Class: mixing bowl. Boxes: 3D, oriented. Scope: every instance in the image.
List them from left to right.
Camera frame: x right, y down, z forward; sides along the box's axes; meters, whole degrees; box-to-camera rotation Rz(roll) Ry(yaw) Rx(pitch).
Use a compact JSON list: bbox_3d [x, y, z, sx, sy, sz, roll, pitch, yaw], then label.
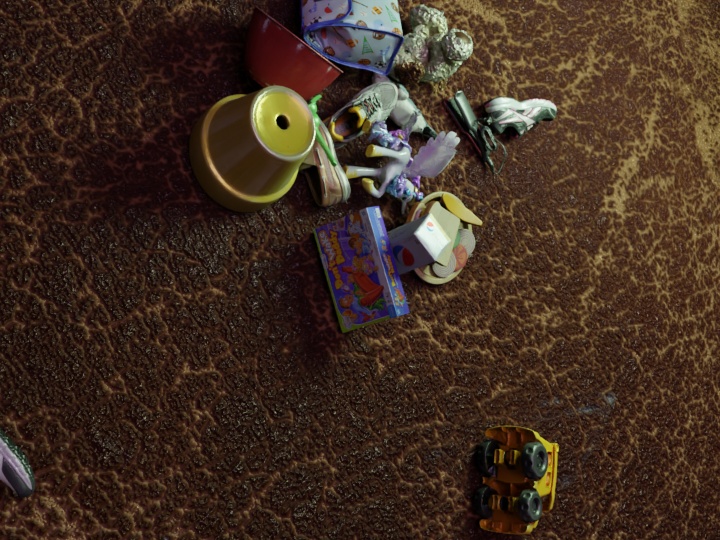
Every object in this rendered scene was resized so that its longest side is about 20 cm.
[{"bbox_3d":[-0.140,-0.380,1.546,0.198,0.201,0.109,31,102,-24],"label":"mixing bowl"}]

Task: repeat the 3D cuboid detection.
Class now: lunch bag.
[{"bbox_3d":[-0.024,-0.500,1.653,0.196,0.125,0.173,8,52,-17],"label":"lunch bag"}]

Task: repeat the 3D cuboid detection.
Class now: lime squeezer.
[{"bbox_3d":[-0.080,-0.278,1.527,0.070,0.038,0.203,18,40,-31],"label":"lime squeezer"}]

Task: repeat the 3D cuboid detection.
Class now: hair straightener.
[{"bbox_3d":[0.260,-0.305,1.845,0.041,0.076,0.202,-35,99,-36],"label":"hair straightener"}]

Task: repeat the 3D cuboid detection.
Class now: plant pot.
[{"bbox_3d":[-0.175,-0.225,1.461,0.197,0.188,0.206,10,72,-32],"label":"plant pot"}]

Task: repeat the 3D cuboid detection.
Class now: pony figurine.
[{"bbox_3d":[0.076,-0.219,1.652,0.198,0.166,0.196,18,105,-42],"label":"pony figurine"}]

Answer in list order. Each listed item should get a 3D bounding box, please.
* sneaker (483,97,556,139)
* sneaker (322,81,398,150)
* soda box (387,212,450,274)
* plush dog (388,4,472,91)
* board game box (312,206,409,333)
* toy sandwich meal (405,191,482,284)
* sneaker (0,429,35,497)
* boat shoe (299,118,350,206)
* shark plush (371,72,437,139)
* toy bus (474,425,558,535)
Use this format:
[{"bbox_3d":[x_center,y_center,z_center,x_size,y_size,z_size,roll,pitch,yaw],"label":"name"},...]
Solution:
[{"bbox_3d":[0.366,-0.347,1.941,0.196,0.080,0.089,-4,92,-27],"label":"sneaker"},{"bbox_3d":[0.003,-0.302,1.643,0.199,0.082,0.078,-42,103,-19],"label":"sneaker"},{"bbox_3d":[0.078,-0.039,1.578,0.068,0.199,0.064,49,57,-13],"label":"soda box"},{"bbox_3d":[0.119,-0.447,1.761,0.168,0.163,0.201,-11,44,-22],"label":"plush dog"},{"bbox_3d":[0.000,0.000,1.553,0.044,0.133,0.204,-12,84,-55],"label":"board game box"},{"bbox_3d":[0.169,-0.067,1.698,0.202,0.070,0.210,-5,99,-37],"label":"toy sandwich meal"},{"bbox_3d":[-0.539,0.248,1.177,0.080,0.074,0.201,-43,99,-19],"label":"sneaker"},{"bbox_3d":[-0.089,-0.215,1.588,0.071,0.075,0.203,-26,89,-29],"label":"boat shoe"},{"bbox_3d":[0.104,-0.342,1.758,0.197,0.091,0.084,26,33,-20],"label":"shark plush"},{"bbox_3d":[0.333,0.431,1.693,0.190,0.134,0.205,25,66,-44],"label":"toy bus"}]
